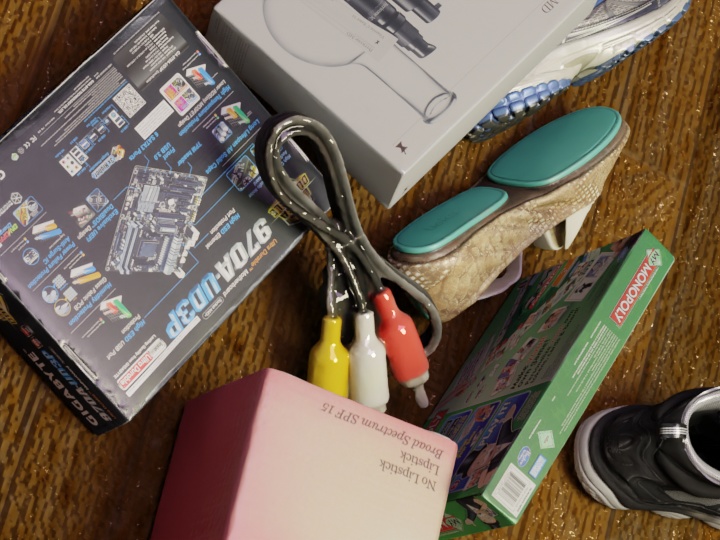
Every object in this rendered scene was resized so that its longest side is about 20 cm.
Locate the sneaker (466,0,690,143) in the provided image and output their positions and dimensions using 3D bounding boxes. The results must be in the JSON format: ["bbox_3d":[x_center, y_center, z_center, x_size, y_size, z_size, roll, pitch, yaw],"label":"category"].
[{"bbox_3d":[0.129,-0.160,1.433,0.200,0.077,0.085,-30,88,-33],"label":"sneaker"}]

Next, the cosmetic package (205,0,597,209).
[{"bbox_3d":[0.029,-0.155,1.349,0.151,0.052,0.200,42,64,7],"label":"cosmetic package"}]

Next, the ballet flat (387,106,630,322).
[{"bbox_3d":[0.095,-0.031,1.394,0.200,0.070,0.065,-33,122,-30],"label":"ballet flat"}]

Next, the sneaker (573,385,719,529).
[{"bbox_3d":[0.239,0.117,1.398,0.199,0.114,0.076,8,73,-28],"label":"sneaker"}]

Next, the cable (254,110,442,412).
[{"bbox_3d":[0.000,0.000,1.284,0.097,0.050,0.201,-20,120,-18],"label":"cable"}]

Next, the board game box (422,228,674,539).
[{"bbox_3d":[0.091,0.070,1.312,0.029,0.134,0.200,42,61,-13],"label":"board game box"}]

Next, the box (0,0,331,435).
[{"bbox_3d":[-0.127,-0.034,1.265,0.159,0.046,0.200,48,59,-11],"label":"box"}]

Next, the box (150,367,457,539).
[{"bbox_3d":[-0.043,0.172,1.222,0.128,0.109,0.201,23,66,-24],"label":"box"}]
